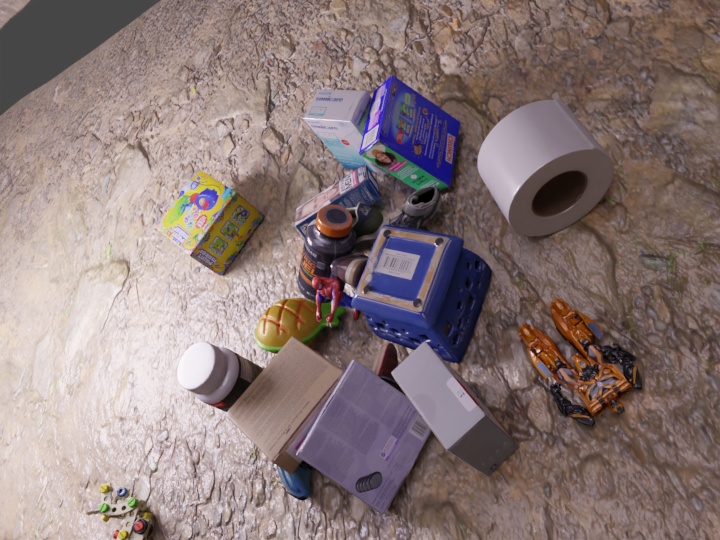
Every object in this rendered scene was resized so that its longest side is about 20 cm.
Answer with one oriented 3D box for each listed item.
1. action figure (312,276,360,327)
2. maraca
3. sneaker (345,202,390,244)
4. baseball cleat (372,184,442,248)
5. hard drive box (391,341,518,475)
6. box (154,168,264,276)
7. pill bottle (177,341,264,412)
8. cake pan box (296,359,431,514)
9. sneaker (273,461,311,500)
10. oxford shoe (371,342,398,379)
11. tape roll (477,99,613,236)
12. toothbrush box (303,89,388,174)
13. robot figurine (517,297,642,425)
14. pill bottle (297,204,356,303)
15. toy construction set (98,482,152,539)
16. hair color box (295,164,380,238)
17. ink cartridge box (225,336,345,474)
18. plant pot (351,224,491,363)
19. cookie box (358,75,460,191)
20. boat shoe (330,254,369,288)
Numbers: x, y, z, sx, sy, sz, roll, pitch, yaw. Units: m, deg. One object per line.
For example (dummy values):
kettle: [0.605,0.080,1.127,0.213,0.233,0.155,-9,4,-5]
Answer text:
action figure: [-0.043,0.079,1.136,0.064,0.200,0.100,5,67,33]
maraca: [-0.129,0.109,1.238,0.197,0.108,0.138,-22,40,-10]
sneaker: [-0.029,-0.097,1.256,0.199,0.089,0.068,-18,47,49]
baseball cleat: [0.089,-0.102,1.216,0.070,0.106,0.201,40,90,17]
hard drive box: [0.154,0.225,0.935,0.077,0.200,0.156,-42,51,3]
box: [-0.392,-0.126,1.515,0.199,0.122,0.194,30,83,39]
pill bottle: [-0.269,0.226,1.191,0.112,0.200,0.116,-14,57,24]
cake pan box: [0.014,0.282,1.018,0.183,0.052,0.202,32,82,-5]
sneaker: [-0.113,0.331,1.118,0.089,0.078,0.203,-19,56,17]
oxford shoe: [0.016,0.230,1.102,0.073,0.071,0.203,3,64,38]
tape roll: [0.329,-0.182,1.056,0.201,0.203,0.140,-31,51,12]
toothbrush box: [-0.012,-0.316,1.339,0.145,0.200,0.086,15,72,35]
robot figurine: [0.351,0.148,0.948,0.145,0.058,0.201,-40,50,7]
pill bottle: [-0.067,-0.036,1.194,0.104,0.202,0.107,8,44,-8]
toy construction set: [-0.507,0.557,1.220,0.129,0.092,0.203,6,74,7]
hair color box: [-0.054,-0.153,1.341,0.198,0.061,0.100,-32,26,13]
ink cartridge box: [-0.129,0.247,1.098,0.164,0.075,0.200,27,69,41]
plant pot: [0.107,0.030,1.084,0.198,0.180,0.203,13,72,34]
cookie box: [0.109,-0.281,1.241,0.075,0.198,0.174,-22,48,53]
boat shoe: [0.000,0.000,1.154,0.064,0.200,0.073,24,97,19]
